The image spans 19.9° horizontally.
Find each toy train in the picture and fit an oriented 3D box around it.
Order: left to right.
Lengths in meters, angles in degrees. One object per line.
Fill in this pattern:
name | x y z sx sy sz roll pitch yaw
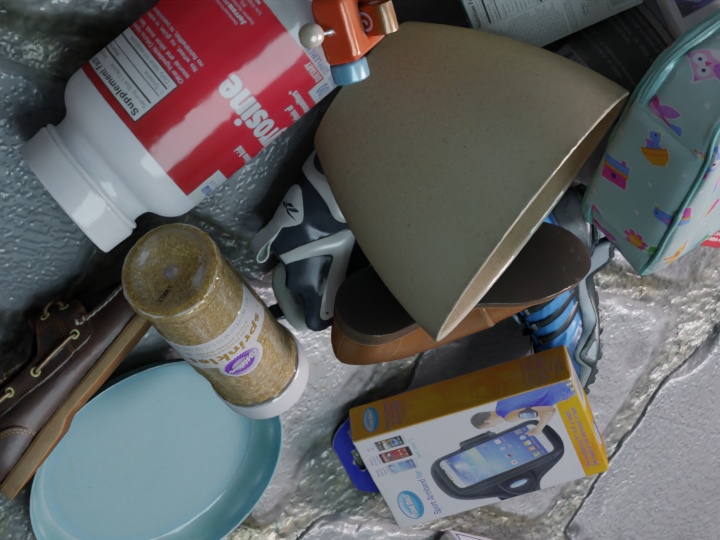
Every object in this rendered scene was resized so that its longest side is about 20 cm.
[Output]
toy train | -0.001 -0.220 1.219 0.150 0.055 0.201 -38 117 -62

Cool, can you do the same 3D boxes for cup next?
cup | 0.056 -0.077 1.310 0.200 0.143 0.200 -50 173 -8

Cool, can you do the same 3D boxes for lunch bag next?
lunch bag | 0.233 -0.095 1.351 0.160 0.077 0.200 -37 161 -29

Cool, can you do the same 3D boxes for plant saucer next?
plant saucer | -0.151 0.141 1.499 0.200 0.027 0.201 -17 130 -21

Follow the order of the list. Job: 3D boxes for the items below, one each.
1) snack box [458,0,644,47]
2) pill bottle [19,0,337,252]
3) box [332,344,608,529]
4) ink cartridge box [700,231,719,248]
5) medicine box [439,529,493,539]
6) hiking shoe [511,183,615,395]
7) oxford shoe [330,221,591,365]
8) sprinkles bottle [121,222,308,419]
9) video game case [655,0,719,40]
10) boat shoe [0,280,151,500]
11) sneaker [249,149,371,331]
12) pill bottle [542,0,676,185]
snack box | 0.101 -0.239 1.326 0.116 0.037 0.200 -23 125 2
pill bottle | -0.110 -0.107 1.275 0.200 0.112 0.112 -40 135 0
box | 0.082 0.135 1.590 0.199 0.042 0.119 -19 134 9
ink cartridge box | 0.314 -0.118 1.562 0.144 0.084 0.200 7 118 -35
medicine box | 0.116 0.337 1.769 0.200 0.103 0.182 20 111 -41
hiking shoe | 0.140 0.021 1.576 0.086 0.074 0.201 -5 120 -14
oxford shoe | 0.066 0.016 1.421 0.199 0.071 0.071 -15 151 -21
sprinkles bottle | -0.094 0.037 1.361 0.068 0.068 0.200 -38 152 -2
video game case | 0.236 -0.262 1.368 0.143 0.018 0.200 -28 98 -12
boat shoe | -0.198 0.057 1.372 0.200 0.070 0.070 -51 180 -9
sneaker | 0.000 0.000 1.456 0.130 0.080 0.199 -43 140 11
pill bottle | 0.204 -0.162 1.436 0.200 0.114 0.114 -38 135 -3
